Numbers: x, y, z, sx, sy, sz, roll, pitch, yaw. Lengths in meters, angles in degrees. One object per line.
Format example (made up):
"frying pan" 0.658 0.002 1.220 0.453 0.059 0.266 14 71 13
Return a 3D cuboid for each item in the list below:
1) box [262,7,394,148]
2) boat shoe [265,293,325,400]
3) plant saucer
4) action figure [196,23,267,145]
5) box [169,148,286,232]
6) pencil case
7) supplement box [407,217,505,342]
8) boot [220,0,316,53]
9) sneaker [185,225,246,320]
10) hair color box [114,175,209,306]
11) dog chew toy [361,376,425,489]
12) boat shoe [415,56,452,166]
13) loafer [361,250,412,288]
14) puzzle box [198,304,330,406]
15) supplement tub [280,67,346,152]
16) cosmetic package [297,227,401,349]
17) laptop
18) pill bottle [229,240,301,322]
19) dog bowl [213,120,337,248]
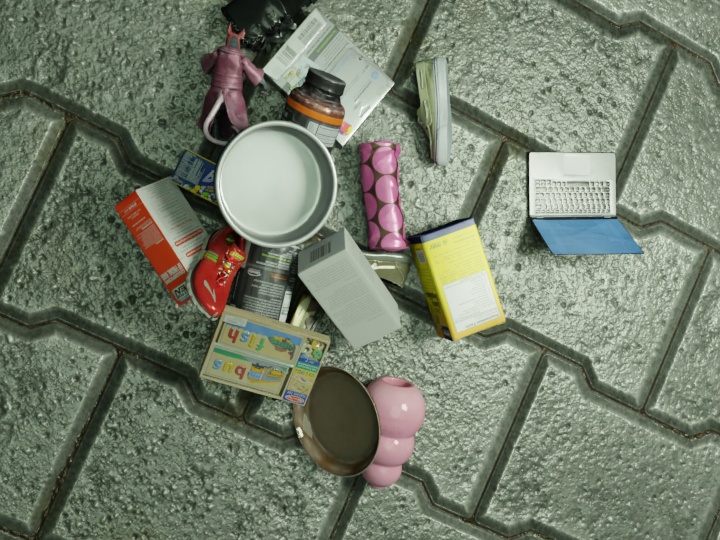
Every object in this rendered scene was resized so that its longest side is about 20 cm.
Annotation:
"box" -0.060 -0.352 1.402 0.199 0.041 0.156 41 85 -7
"boat shoe" -0.116 0.145 1.385 0.064 0.073 0.203 20 87 -5
"plant saucer" -0.039 0.268 1.369 0.032 0.198 0.204 -11 94 -54
"action figure" -0.238 -0.322 1.315 0.132 0.149 0.204 9 103 6
"box" -0.225 -0.137 1.331 0.198 0.070 0.065 28 91 1
"pencil case" 0.046 -0.136 1.404 0.090 0.093 0.204 -3 93 35
"supplement box" 0.176 0.016 1.417 0.107 0.109 0.203 -18 94 -9
"boot" -0.180 -0.502 1.362 0.162 0.073 0.199 -37 81 8
"sneaker" -0.233 -0.009 1.274 0.084 0.202 0.077 -28 129 27
"hair color box" -0.322 -0.052 1.320 0.063 0.111 0.202 -30 96 27
"dog chew toy" 0.049 0.301 1.398 0.122 0.125 0.204 10 97 -10
"boat shoe" 0.137 -0.296 1.433 0.061 0.072 0.204 -2 88 15
"loafer" 0.000 0.000 1.402 0.196 0.075 0.071 3 86 -10
"puzzle box" -0.165 0.149 1.313 0.197 0.025 0.135 18 107 -18
"supplement tub" -0.092 -0.246 1.336 0.105 0.107 0.202 19 109 -10
"cosmetic package" -0.018 0.035 1.349 0.100 0.072 0.201 -25 123 14
"laptop" 0.428 -0.131 1.456 0.184 0.116 0.204 -1 91 -11
"pill bottle" -0.176 0.046 1.355 0.105 0.106 0.203 14 89 -10
"dog bowl" -0.141 -0.141 1.246 0.197 0.079 0.204 -2 99 -15
